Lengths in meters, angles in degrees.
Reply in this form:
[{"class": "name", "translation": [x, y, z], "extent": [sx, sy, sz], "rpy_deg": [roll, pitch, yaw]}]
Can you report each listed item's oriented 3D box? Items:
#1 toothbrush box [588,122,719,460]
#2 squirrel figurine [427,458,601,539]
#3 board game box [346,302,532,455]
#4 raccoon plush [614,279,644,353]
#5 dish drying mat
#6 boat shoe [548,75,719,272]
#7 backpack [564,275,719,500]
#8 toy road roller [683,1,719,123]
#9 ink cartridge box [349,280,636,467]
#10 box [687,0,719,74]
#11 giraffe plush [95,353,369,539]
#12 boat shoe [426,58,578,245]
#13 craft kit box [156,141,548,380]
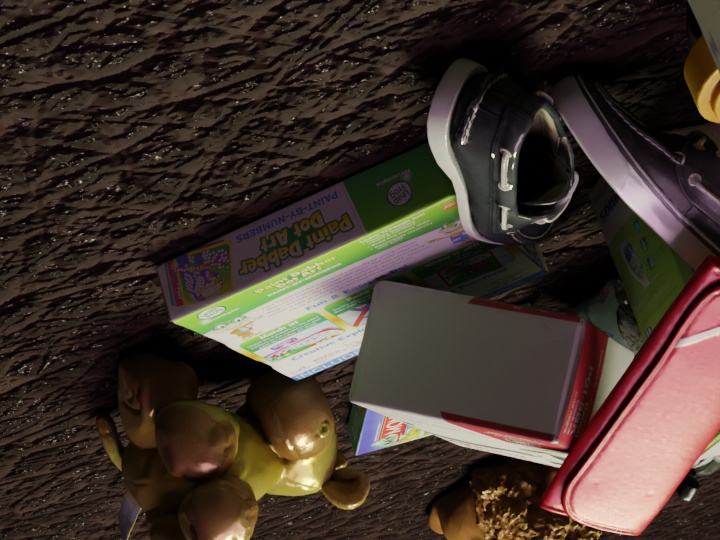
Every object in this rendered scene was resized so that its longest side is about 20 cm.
[{"class": "toothbrush box", "translation": [0.257, 0.006, 1.216], "extent": [0.146, 0.200, 0.086], "rpy_deg": [-12, 160, -19]}, {"class": "squirrel figurine", "translation": [0.166, 0.292, 1.879], "extent": [0.141, 0.187, 0.200], "rpy_deg": [-14, 159, -9]}, {"class": "board game box", "translation": [0.063, 0.090, 1.512], "extent": [0.135, 0.029, 0.200], "rpy_deg": [-15, 159, -11]}, {"class": "raccoon plush", "translation": [0.270, 0.041, 1.314], "extent": [0.134, 0.200, 0.097], "rpy_deg": [-19, 160, -27]}, {"class": "dish drying mat", "translation": [0.186, 0.081, 1.117], "extent": [0.077, 0.018, 0.200], "rpy_deg": [18, 121, -21]}, {"class": "boat shoe", "translation": [0.195, -0.051, 1.096], "extent": [0.068, 0.200, 0.072], "rpy_deg": [-42, -169, 15]}, {"class": "backpack", "translation": [0.225, 0.072, 1.455], "extent": [0.127, 0.167, 0.200], "rpy_deg": [-43, 151, 9]}, {"class": "toy road roller", "translation": [0.264, -0.128, 0.963], "extent": [0.200, 0.146, 0.123], "rpy_deg": [-19, 160, 3]}, {"class": "ink cartridge box", "translation": [0.103, 0.077, 1.233], "extent": [0.147, 0.083, 0.200], "rpy_deg": [10, 171, 26]}, {"class": "box", "translation": [0.236, -0.182, 0.829], "extent": [0.200, 0.128, 0.109], "rpy_deg": [-20, 159, 4]}, {"class": "giraffe plush", "translation": [-0.081, 0.133, 1.343], "extent": [0.162, 0.173, 0.200], "rpy_deg": [-17, 169, -25]}, {"class": "boat shoe", "translation": [0.092, -0.055, 1.081], "extent": [0.076, 0.060, 0.200], "rpy_deg": [-64, 156, -6]}, {"class": "craft kit box", "translation": [0.000, 0.000, 1.215], "extent": [0.200, 0.049, 0.198], "rpy_deg": [-24, 161, 14]}]
